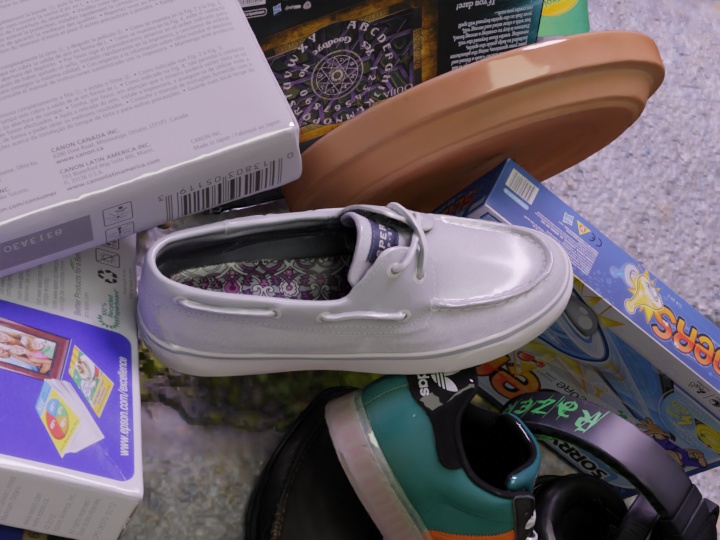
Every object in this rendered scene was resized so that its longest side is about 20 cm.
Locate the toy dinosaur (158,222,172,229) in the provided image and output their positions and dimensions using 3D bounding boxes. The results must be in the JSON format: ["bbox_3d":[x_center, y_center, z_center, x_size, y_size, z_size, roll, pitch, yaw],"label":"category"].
[{"bbox_3d":[-0.142,-0.116,0.807,0.101,0.058,0.200,-3,85,-42],"label":"toy dinosaur"}]

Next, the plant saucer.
[{"bbox_3d":[0.059,-0.062,0.797,0.200,0.200,0.032,-15,80,-29],"label":"plant saucer"}]

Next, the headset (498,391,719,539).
[{"bbox_3d":[0.127,0.152,0.824,0.094,0.123,0.200,-50,123,-30],"label":"headset"}]

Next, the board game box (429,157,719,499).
[{"bbox_3d":[0.110,0.038,0.833,0.200,0.135,0.034,37,57,-12],"label":"board game box"}]

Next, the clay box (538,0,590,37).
[{"bbox_3d":[0.061,-0.224,0.930,0.115,0.048,0.200,-6,80,-28],"label":"clay box"}]

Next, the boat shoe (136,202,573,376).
[{"bbox_3d":[0.000,0.000,0.709,0.200,0.069,0.072,0,57,-5],"label":"boat shoe"}]

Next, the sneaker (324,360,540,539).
[{"bbox_3d":[0.061,0.121,0.776,0.200,0.080,0.071,57,14,-37],"label":"sneaker"}]

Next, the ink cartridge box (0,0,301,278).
[{"bbox_3d":[-0.137,-0.105,0.717,0.161,0.050,0.200,-19,63,-14],"label":"ink cartridge box"}]

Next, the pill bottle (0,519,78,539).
[{"bbox_3d":[-0.228,0.116,0.659,0.200,0.112,0.112,18,69,-22],"label":"pill bottle"}]

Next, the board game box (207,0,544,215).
[{"bbox_3d":[0.006,-0.110,0.836,0.200,0.135,0.028,-13,39,-29],"label":"board game box"}]

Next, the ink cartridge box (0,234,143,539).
[{"bbox_3d":[-0.193,0.018,0.683,0.200,0.043,0.198,19,32,-21],"label":"ink cartridge box"}]

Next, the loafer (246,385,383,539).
[{"bbox_3d":[-0.020,0.146,0.776,0.073,0.072,0.200,24,66,-18],"label":"loafer"}]
